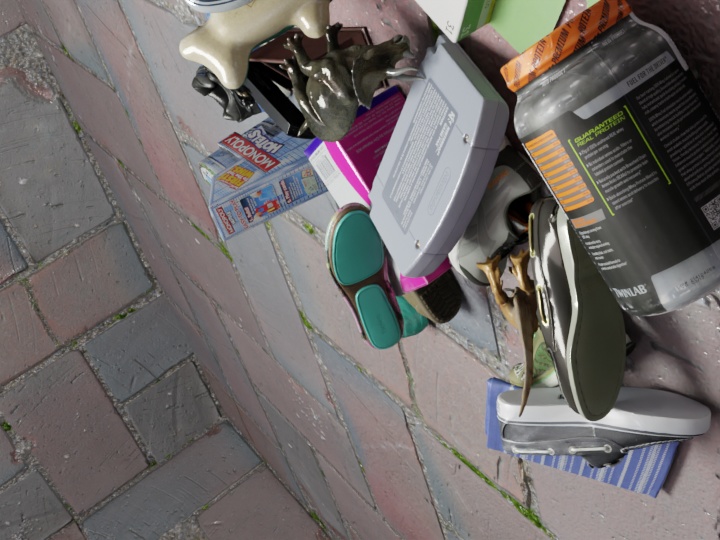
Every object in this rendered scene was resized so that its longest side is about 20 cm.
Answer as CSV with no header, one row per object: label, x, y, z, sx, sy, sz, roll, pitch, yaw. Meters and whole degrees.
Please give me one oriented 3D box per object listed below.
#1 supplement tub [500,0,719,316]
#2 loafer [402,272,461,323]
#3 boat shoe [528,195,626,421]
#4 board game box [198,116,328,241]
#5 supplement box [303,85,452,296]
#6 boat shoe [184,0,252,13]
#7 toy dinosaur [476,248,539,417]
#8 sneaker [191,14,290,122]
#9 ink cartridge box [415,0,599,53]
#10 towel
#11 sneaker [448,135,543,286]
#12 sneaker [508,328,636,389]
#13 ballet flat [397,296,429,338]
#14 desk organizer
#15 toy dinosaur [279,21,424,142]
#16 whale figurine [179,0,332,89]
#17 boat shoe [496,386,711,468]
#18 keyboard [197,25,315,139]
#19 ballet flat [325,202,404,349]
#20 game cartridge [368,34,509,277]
supplement tub,0.189,-0.081,0.637,0.201,0.122,0.122,58,161,-4
loafer,0.050,-0.019,1.142,0.201,0.076,0.067,61,154,-11
boat shoe,0.192,0.032,0.825,0.060,0.071,0.204,3,101,55
board game box,-0.135,-0.134,1.217,0.199,0.199,0.062,35,153,44
supplement box,0.040,-0.085,1.023,0.201,0.103,0.101,58,160,-2
boat shoe,-0.088,-0.305,0.816,0.072,0.199,0.091,64,-170,5
toy dinosaur,0.156,0.038,0.868,0.200,0.060,0.107,-65,-47,-69
sneaker,-0.188,-0.296,1.222,0.201,0.111,0.077,61,160,-11
ink cartridge box,0.102,-0.236,0.718,0.201,0.048,0.146,53,160,18
towel,0.227,0.174,0.966,0.198,0.024,0.146,14,146,17
sneaker,0.136,-0.043,0.906,0.079,0.074,0.201,40,155,26
sneaker,0.204,0.070,0.943,0.089,0.076,0.200,66,157,9
ballet flat,0.019,0.008,1.268,0.201,0.070,0.067,56,162,3
desk organizer,-0.060,-0.233,1.066,0.199,0.077,0.072,24,143,58
toy dinosaur,-0.033,-0.171,0.895,0.103,0.076,0.200,60,140,13
whale figurine,-0.096,-0.279,0.918,0.158,0.201,0.104,33,-176,5
boat shoe,0.227,0.153,0.866,0.197,0.072,0.069,-2,101,21
keyboard,-0.138,-0.228,1.103,0.200,0.021,0.127,48,-160,24
ballet flat,0.000,0.000,1.021,0.071,0.068,0.202,-118,6,-54
game cartridge,0.070,-0.099,0.858,0.134,0.040,0.201,-113,36,-44
